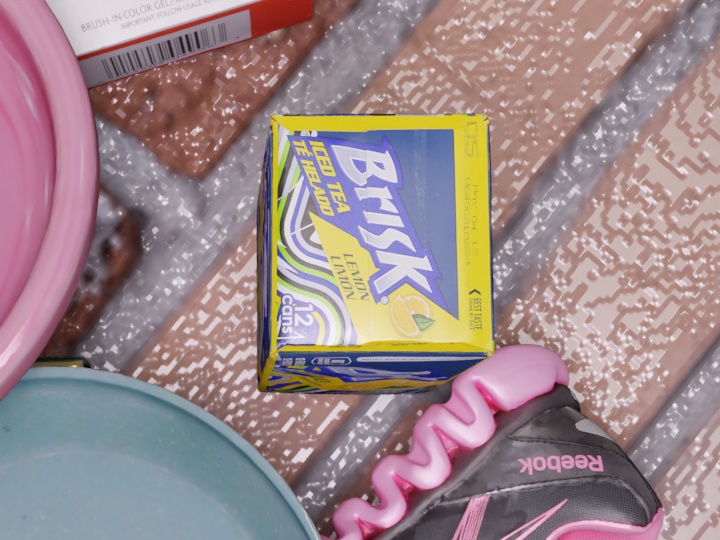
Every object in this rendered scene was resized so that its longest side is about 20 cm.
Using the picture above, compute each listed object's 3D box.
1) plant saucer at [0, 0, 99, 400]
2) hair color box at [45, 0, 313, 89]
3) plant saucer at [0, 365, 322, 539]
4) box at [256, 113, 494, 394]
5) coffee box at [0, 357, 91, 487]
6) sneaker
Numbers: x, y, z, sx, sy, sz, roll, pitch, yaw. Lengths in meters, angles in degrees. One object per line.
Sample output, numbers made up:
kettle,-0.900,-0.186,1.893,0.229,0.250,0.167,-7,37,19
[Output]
plant saucer,-0.178,-0.021,0.751,0.199,0.051,0.202,-1,70,2
hair color box,-0.096,-0.171,0.828,0.110,0.064,0.201,-18,85,-3
plant saucer,-0.094,0.132,0.753,0.198,0.036,0.202,-2,83,13
box,0.000,0.000,0.747,0.064,0.200,0.071,0,84,-3
coffee box,-0.149,0.130,0.807,0.122,0.044,0.202,0,85,-2
sneaker,0.020,0.121,0.790,0.095,0.079,0.200,43,86,19
